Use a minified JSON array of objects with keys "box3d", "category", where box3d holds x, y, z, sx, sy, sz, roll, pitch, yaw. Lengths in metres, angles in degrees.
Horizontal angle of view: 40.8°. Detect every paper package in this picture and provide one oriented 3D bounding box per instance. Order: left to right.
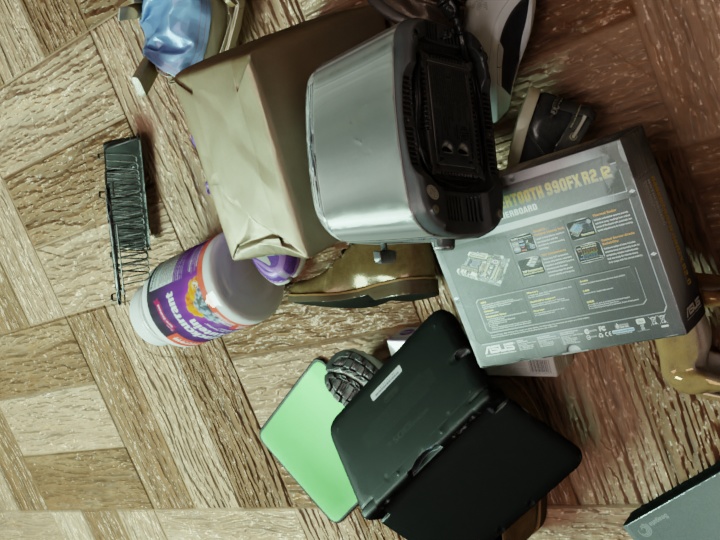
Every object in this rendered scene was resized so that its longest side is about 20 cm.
[{"box3d":[-0.047,-0.129,0.903,0.103,0.200,0.193,-3,111,40],"category":"paper package"}]

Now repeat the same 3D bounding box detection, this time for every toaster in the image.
[{"box3d":[0.030,-0.110,0.774,0.128,0.113,0.202,-11,83,44],"category":"toaster"}]

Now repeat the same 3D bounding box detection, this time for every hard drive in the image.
[{"box3d":[0.359,0.281,0.894,0.200,0.033,0.140,50,134,8],"category":"hard drive"}]

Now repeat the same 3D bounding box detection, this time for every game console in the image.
[{"box3d":[0.089,0.172,0.980,0.200,0.116,0.177,-49,47,25],"category":"game console"}]

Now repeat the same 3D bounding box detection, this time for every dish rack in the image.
[{"box3d":[-0.278,-0.059,1.148,0.200,0.054,0.155,-116,23,-59],"category":"dish rack"}]

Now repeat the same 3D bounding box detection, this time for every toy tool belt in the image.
[{"box3d":[-0.187,-0.284,0.990,0.124,0.123,0.202,25,125,27],"category":"toy tool belt"}]

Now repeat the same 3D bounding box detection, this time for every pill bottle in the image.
[{"box3d":[-0.192,0.029,1.162,0.199,0.111,0.112,-21,98,44],"category":"pill bottle"}]

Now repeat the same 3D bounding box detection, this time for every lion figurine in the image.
[{"box3d":[0.275,0.051,0.820,0.122,0.072,0.202,-4,111,44],"category":"lion figurine"}]

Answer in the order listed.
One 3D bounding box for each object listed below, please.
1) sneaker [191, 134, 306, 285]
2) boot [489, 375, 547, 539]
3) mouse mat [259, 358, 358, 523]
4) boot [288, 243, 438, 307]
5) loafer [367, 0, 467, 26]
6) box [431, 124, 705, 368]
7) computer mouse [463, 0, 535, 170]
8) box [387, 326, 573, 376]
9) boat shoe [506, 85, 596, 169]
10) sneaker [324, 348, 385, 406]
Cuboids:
[{"box3d":[-0.131,-0.073,1.055,0.080,0.083,0.201,-33,81,26],"category":"sneaker"},{"box3d":[0.149,0.202,0.997,0.073,0.075,0.202,7,115,38],"category":"boot"},{"box3d":[-0.041,0.216,1.207,0.161,0.008,0.200,47,132,10],"category":"mouse mat"},{"box3d":[0.000,0.000,1.026,0.199,0.073,0.076,-11,80,42],"category":"boot"},{"box3d":[0.028,-0.277,0.831,0.201,0.073,0.071,54,129,24],"category":"loafer"},{"box3d":[0.159,-0.012,0.794,0.199,0.048,0.160,-16,99,41],"category":"box"},{"box3d":[0.100,-0.169,0.849,0.110,0.043,0.202,50,138,50],"category":"computer mouse"},{"box3d":[0.118,0.081,0.984,0.199,0.039,0.042,-5,107,41],"category":"box"},{"box3d":[0.154,-0.064,0.863,0.067,0.072,0.201,13,129,4],"category":"boat shoe"},{"box3d":[0.053,0.156,1.053,0.200,0.079,0.074,43,105,18],"category":"sneaker"}]
